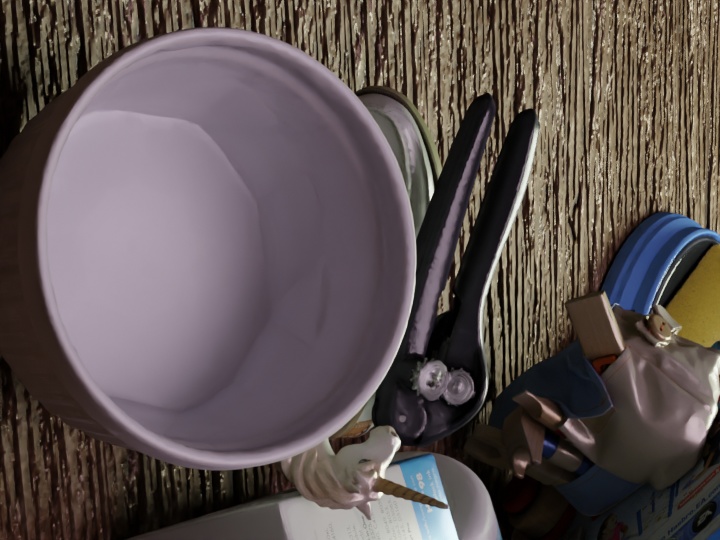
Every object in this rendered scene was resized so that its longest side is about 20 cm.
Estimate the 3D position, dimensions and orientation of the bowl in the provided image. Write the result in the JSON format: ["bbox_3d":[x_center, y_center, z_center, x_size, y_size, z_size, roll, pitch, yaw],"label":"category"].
[{"bbox_3d":[0.222,0.060,1.889,0.200,0.039,0.202,-29,124,-54],"label":"bowl"}]

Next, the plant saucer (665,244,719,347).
[{"bbox_3d":[0.243,0.116,1.858,0.200,0.048,0.201,-47,138,-42],"label":"plant saucer"}]

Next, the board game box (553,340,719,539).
[{"bbox_3d":[0.188,0.173,1.665,0.200,0.056,0.196,-47,-163,26],"label":"board game box"}]

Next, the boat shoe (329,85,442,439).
[{"bbox_3d":[0.000,0.000,1.450,0.068,0.074,0.201,-29,125,-60],"label":"boat shoe"}]

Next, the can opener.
[{"bbox_3d":[0.049,0.001,1.425,0.063,0.079,0.201,11,97,-23],"label":"can opener"}]

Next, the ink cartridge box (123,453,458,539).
[{"bbox_3d":[-0.047,0.154,1.369,0.200,0.115,0.067,-11,84,-59],"label":"ink cartridge box"}]

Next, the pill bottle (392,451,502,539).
[{"bbox_3d":[0.043,0.212,1.564,0.111,0.110,0.201,-54,143,-36],"label":"pill bottle"}]

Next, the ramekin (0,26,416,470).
[{"bbox_3d":[-0.083,-0.007,1.210,0.199,0.105,0.202,3,84,-32],"label":"ramekin"}]

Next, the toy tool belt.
[{"bbox_3d":[0.130,0.092,1.669,0.123,0.200,0.125,35,42,-16],"label":"toy tool belt"}]

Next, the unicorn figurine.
[{"bbox_3d":[-0.037,0.042,1.337,0.074,0.199,0.138,-50,-170,40],"label":"unicorn figurine"}]
